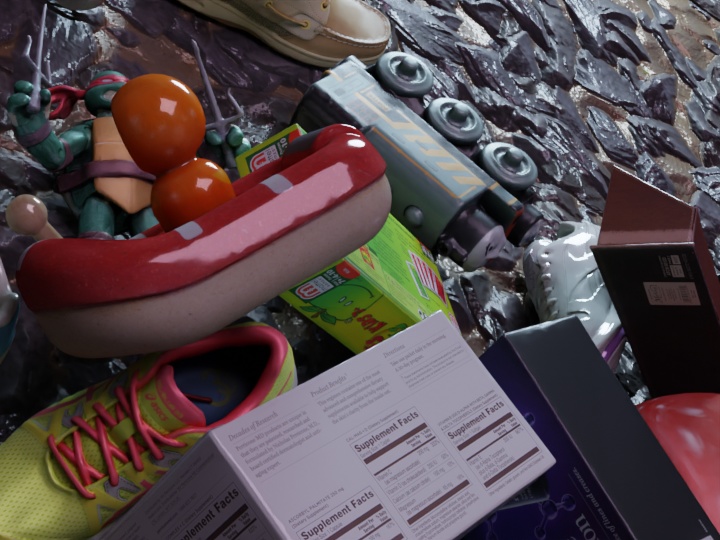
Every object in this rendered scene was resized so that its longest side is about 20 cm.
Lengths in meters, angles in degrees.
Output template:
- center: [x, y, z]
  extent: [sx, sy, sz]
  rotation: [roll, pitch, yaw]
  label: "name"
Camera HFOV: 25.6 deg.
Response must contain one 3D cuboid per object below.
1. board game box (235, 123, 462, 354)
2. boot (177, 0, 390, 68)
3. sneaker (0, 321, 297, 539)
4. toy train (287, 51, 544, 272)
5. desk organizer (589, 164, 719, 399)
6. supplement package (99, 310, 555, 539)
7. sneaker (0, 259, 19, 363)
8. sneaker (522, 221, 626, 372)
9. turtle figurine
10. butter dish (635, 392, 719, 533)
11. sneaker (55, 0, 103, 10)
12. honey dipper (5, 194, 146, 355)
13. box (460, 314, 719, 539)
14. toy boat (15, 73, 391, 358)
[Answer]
- center: [0.000, 0.000, 1.011]
  extent: [0.200, 0.048, 0.102]
  rotation: [41, 25, -54]
  label: "board game box"
- center: [-0.034, -0.241, 1.192]
  extent: [0.200, 0.155, 0.073]
  rotation: [20, 43, -25]
  label: "boot"
- center: [-0.118, 0.081, 0.833]
  extent: [0.200, 0.090, 0.078]
  rotation: [-33, 82, -20]
  label: "sneaker"
- center: [0.039, -0.079, 1.157]
  extent: [0.200, 0.085, 0.114]
  rotation: [42, 43, 13]
  label: "toy train"
- center: [0.229, 0.015, 1.137]
  extent: [0.200, 0.072, 0.077]
  rotation: [60, 38, -46]
  label: "desk organizer"
- center: [-0.023, 0.132, 0.851]
  extent: [0.200, 0.156, 0.111]
  rotation: [-24, 73, -49]
  label: "supplement package"
- center: [-0.248, -0.026, 0.869]
  extent: [0.076, 0.081, 0.200]
  rotation: [-19, 67, -46]
  label: "sneaker"
- center: [0.155, 0.032, 1.185]
  extent: [0.099, 0.075, 0.200]
  rotation: [22, 40, 11]
  label: "sneaker"
- center: [-0.144, -0.062, 0.977]
  extent: [0.149, 0.101, 0.200]
  rotation: [-3, 72, -21]
  label: "turtle figurine"
- center: [0.239, 0.153, 1.063]
  extent: [0.199, 0.148, 0.200]
  rotation: [1, 54, -39]
  label: "butter dish"
- center: [-0.198, -0.270, 1.143]
  extent: [0.105, 0.075, 0.200]
  rotation: [-8, 56, -38]
  label: "sneaker"
- center: [-0.128, 0.033, 0.898]
  extent: [0.200, 0.038, 0.038]
  rotation: [51, 34, -23]
  label: "honey dipper"
- center: [0.121, 0.152, 0.970]
  extent: [0.079, 0.141, 0.200]
  rotation: [-12, 63, -43]
  label: "box"
- center: [-0.091, -0.040, 0.830]
  extent: [0.200, 0.130, 0.131]
  rotation: [-30, 99, -23]
  label: "toy boat"
